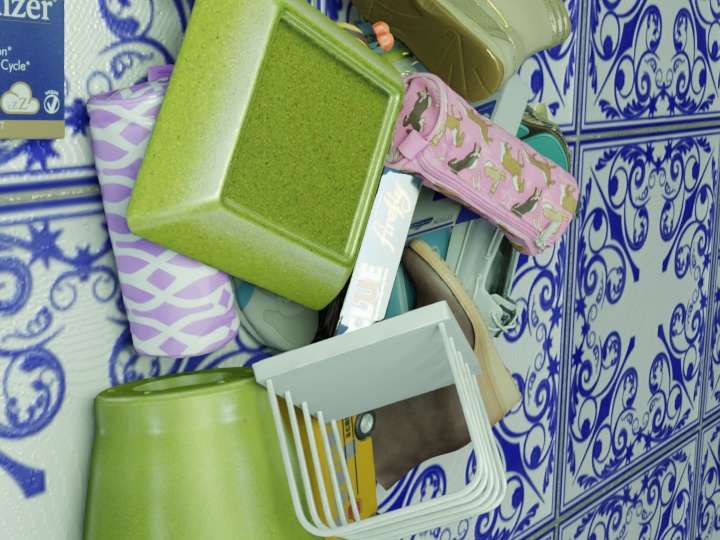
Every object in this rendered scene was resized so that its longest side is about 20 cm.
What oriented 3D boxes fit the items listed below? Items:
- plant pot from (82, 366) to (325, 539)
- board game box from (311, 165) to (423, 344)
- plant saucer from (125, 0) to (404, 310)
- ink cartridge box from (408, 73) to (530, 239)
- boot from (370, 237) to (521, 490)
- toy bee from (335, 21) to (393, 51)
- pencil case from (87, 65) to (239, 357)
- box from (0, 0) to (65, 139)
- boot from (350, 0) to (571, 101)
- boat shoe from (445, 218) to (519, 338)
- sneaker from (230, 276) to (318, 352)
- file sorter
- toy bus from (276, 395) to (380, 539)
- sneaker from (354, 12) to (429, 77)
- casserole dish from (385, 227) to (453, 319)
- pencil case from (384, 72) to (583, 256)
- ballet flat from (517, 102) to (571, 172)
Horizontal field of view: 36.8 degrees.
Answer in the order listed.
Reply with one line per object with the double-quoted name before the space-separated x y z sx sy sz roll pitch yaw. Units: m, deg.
"plant pot" -0.116 0.174 0.783 0.199 0.199 0.196 -8 93 -51
"board game box" 0.000 0.000 0.895 0.200 0.034 0.137 144 -38 -80
"plant saucer" -0.045 -0.090 0.745 0.199 0.048 0.202 25 78 -47
"ink cartridge box" 0.089 -0.096 1.012 0.039 0.099 0.201 44 53 -28
"boot" 0.043 0.090 1.008 0.165 0.072 0.201 -30 105 -2
"toy bee" -0.019 -0.147 0.866 0.200 0.108 0.132 68 5 -61
"pencil case" -0.135 -0.036 0.767 0.086 0.083 0.202 -47 134 -61
"box" -0.237 -0.182 0.660 0.121 0.032 0.203 -9 104 -50
"boot" 0.078 -0.244 0.912 0.155 0.200 0.073 -37 168 -43
"boat shoe" 0.119 0.029 1.066 0.070 0.071 0.203 11 89 -52
"sneaker" -0.064 -0.018 0.876 0.076 0.080 0.202 -39 128 -42
"file sorter" 0.027 0.124 0.790 0.200 0.137 0.126 51 22 -70
"toy bus" -0.030 0.175 0.973 0.078 0.065 0.202 -24 116 -46
"sneaker" 0.028 -0.167 0.946 0.201 0.079 0.131 -75 146 -47
"casserole dish" 0.059 0.023 1.078 0.121 0.038 0.202 -35 125 -42
"pencil case" 0.097 -0.084 0.886 0.199 0.086 0.083 29 89 -38
"ballet flat" 0.174 -0.163 1.170 0.199 0.067 0.076 27 57 -49
